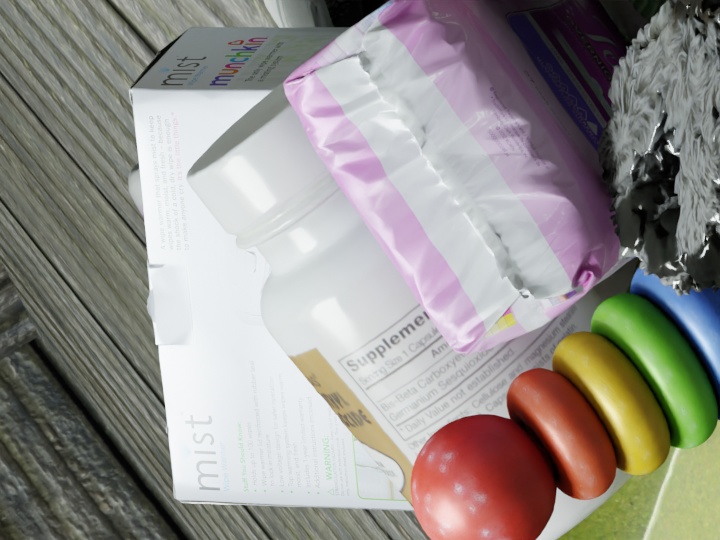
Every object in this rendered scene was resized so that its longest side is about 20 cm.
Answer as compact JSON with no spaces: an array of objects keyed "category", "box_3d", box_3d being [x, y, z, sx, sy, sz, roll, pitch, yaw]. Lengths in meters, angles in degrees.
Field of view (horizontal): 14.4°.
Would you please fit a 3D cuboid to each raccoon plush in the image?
[{"category":"raccoon plush","box_3d":[0.166,-0.062,0.925,0.097,0.133,0.201,-117,36,-51]}]

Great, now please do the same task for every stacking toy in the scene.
[{"category":"stacking toy","box_3d":[0.105,0.039,1.056,0.086,0.200,0.085,53,167,17]}]

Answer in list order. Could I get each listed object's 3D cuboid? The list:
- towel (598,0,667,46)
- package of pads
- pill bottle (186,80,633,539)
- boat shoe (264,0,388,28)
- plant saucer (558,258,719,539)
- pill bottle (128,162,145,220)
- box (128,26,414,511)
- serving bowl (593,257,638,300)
[{"category":"towel","box_3d":[0.090,-0.129,1.125,0.153,0.023,0.200,53,169,22]},{"category":"package of pads","box_3d":[0.055,-0.046,1.038,0.121,0.076,0.200,58,-160,1]},{"category":"pill bottle","box_3d":[0.025,0.012,1.150,0.200,0.114,0.114,51,170,-10]},{"category":"boat shoe","box_3d":[-0.013,-0.168,1.279,0.069,0.072,0.201,45,148,33]},{"category":"plant saucer","box_3d":[0.168,0.103,1.169,0.200,0.048,0.201,46,129,44]},{"category":"pill bottle","box_3d":[-0.019,0.011,1.393,0.201,0.112,0.112,59,168,-8]},{"category":"box","box_3d":[0.000,0.000,1.266,0.097,0.176,0.201,-57,-36,-63]},{"category":"serving bowl","box_3d":[0.056,-0.042,1.382,0.200,0.066,0.200,53,168,17]}]
